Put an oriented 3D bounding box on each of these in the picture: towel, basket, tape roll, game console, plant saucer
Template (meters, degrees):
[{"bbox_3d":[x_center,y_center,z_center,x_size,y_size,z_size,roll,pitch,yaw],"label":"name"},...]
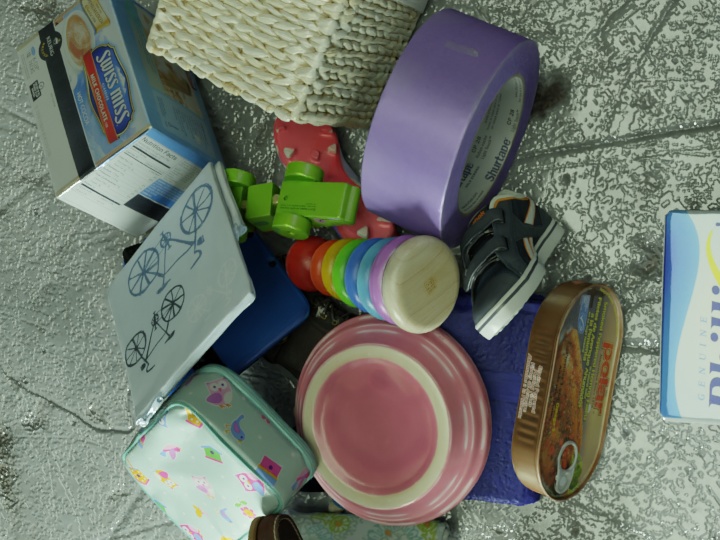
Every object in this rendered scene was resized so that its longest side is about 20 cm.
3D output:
[{"bbox_3d":[0.112,0.118,1.105,0.145,0.050,0.203,6,97,4],"label":"towel"},{"bbox_3d":[-0.068,-0.248,1.119,0.197,0.200,0.163,28,106,18],"label":"basket"},{"bbox_3d":[0.084,-0.129,1.055,0.084,0.200,0.202,25,99,18],"label":"tape roll"},{"bbox_3d":[-0.157,0.047,1.210,0.201,0.117,0.172,52,146,30],"label":"game console"},{"bbox_3d":[-0.011,0.316,1.123,0.197,0.172,0.049,0,128,19],"label":"towel"},{"bbox_3d":[0.022,0.141,1.072,0.198,0.051,0.204,2,96,25],"label":"plant saucer"}]

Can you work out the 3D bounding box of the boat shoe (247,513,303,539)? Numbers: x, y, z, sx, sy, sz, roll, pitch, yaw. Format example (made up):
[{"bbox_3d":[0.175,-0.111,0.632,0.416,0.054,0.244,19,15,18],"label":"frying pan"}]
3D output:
[{"bbox_3d":[-0.043,0.311,1.021,0.070,0.070,0.203,-20,84,27],"label":"boat shoe"}]

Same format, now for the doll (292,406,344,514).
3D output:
[{"bbox_3d":[-0.051,0.197,1.173,0.198,0.049,0.138,-9,115,30],"label":"doll"}]

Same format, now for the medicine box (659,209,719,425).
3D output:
[{"bbox_3d":[0.366,0.041,1.000,0.197,0.103,0.185,2,91,20],"label":"medicine box"}]

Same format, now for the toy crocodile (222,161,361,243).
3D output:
[{"bbox_3d":[-0.086,-0.062,1.128,0.197,0.062,0.069,-2,70,29],"label":"toy crocodile"}]

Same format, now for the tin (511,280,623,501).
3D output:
[{"bbox_3d":[0.192,0.109,1.065,0.042,0.111,0.203,13,95,47],"label":"tin"}]

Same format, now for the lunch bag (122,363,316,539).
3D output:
[{"bbox_3d":[-0.137,0.188,1.114,0.160,0.077,0.200,42,141,-3],"label":"lunch bag"}]

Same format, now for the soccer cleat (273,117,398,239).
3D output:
[{"bbox_3d":[-0.028,-0.084,1.175,0.066,0.077,0.201,-31,62,-14],"label":"soccer cleat"}]

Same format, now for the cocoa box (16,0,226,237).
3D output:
[{"bbox_3d":[-0.246,-0.166,1.191,0.130,0.133,0.202,-32,61,18],"label":"cocoa box"}]

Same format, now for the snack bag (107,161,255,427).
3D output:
[{"bbox_3d":[-0.170,0.019,1.097,0.189,0.021,0.201,-47,41,20],"label":"snack bag"}]

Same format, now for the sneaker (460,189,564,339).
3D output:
[{"bbox_3d":[0.124,-0.011,1.038,0.079,0.200,0.079,41,119,-1],"label":"sneaker"}]

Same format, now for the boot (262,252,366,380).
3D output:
[{"bbox_3d":[-0.032,0.044,1.172,0.174,0.069,0.201,44,105,16],"label":"boot"}]

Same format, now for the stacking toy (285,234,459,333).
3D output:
[{"bbox_3d":[0.000,0.000,1.080,0.199,0.085,0.087,13,96,51],"label":"stacking toy"}]
